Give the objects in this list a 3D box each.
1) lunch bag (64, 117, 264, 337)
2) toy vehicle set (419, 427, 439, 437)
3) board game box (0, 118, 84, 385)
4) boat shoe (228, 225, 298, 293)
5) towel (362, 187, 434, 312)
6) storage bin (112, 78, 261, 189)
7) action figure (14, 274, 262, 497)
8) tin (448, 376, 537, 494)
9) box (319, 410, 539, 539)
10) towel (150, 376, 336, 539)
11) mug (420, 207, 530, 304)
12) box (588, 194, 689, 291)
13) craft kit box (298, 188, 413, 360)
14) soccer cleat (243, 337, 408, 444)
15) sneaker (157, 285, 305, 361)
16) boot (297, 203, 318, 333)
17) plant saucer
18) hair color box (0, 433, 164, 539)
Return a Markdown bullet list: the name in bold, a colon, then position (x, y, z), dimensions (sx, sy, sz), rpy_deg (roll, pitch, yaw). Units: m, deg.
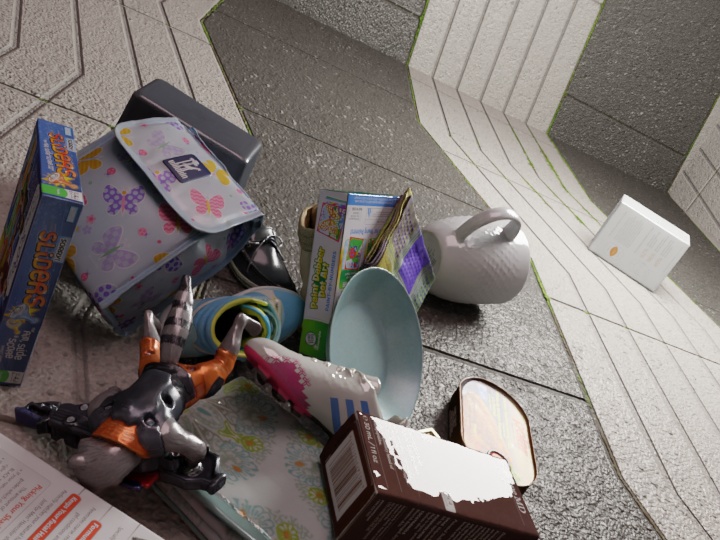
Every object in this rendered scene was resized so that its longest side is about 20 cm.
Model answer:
- **lunch bag**: position (-0.229, -0.062, 0.816), dimensions (0.199, 0.127, 0.170), rpy_deg (-35, 75, -19)
- **toy vehicle set**: position (0.092, 0.259, 0.818), dimensions (0.123, 0.027, 0.200), rpy_deg (2, 37, -45)
- **board game box**: position (-0.301, -0.016, 0.690), dimensions (0.034, 0.201, 0.136), rpy_deg (12, 31, -32)
- **boat shoe**: position (-0.145, -0.029, 1.048), dimensions (0.074, 0.063, 0.200), rpy_deg (4, 37, -46)
- **towel**: position (0.056, 0.006, 1.016), dimensions (0.023, 0.201, 0.145), rpy_deg (11, 53, 25)
- **storage bin**: position (-0.222, -0.140, 0.959), dimensions (0.199, 0.135, 0.146), rpy_deg (32, 27, -7)
- **action figure**: position (-0.195, 0.099, 0.639), dimensions (0.197, 0.106, 0.194), rpy_deg (10, 40, 7)
- **tin**: position (0.167, 0.213, 0.975), dimensions (0.111, 0.042, 0.201), rpy_deg (24, 26, -5)
- **box**: position (0.066, 0.218, 0.732), dimensions (0.198, 0.075, 0.101), rpy_deg (24, 26, -28)
- **towel**: position (-0.096, 0.192, 0.714), dimensions (0.199, 0.048, 0.171), rpy_deg (39, 27, 17)
- **mug**: position (0.184, -0.034, 1.257), dimensions (0.174, 0.200, 0.149), rpy_deg (2, 53, -35)
- **box**: position (0.718, -0.073, 1.961), dimensions (0.199, 0.153, 0.106), rpy_deg (36, 26, 11)
- **craft kit box**: position (0.000, 0.000, 0.971), dimensions (0.048, 0.200, 0.199), rpy_deg (8, 6, 26)
- **soccer cleat**: position (-0.032, 0.121, 0.775), dimensions (0.200, 0.086, 0.070), rpy_deg (47, -15, -20)
- **sneaker**: position (-0.109, 0.060, 0.841), dimensions (0.130, 0.081, 0.199), rpy_deg (-3, 6, 45)
- **boot**: position (-0.035, -0.019, 1.032), dimensions (0.072, 0.158, 0.200), rpy_deg (7, 22, 19)
- **plant saucer**: position (0.010, 0.099, 0.906), dimensions (0.038, 0.204, 0.200), rpy_deg (-5, 3, 35)
- **hair color box**: position (-0.239, 0.198, 0.529), dimensions (0.199, 0.064, 0.111), rpy_deg (31, 25, 3)
